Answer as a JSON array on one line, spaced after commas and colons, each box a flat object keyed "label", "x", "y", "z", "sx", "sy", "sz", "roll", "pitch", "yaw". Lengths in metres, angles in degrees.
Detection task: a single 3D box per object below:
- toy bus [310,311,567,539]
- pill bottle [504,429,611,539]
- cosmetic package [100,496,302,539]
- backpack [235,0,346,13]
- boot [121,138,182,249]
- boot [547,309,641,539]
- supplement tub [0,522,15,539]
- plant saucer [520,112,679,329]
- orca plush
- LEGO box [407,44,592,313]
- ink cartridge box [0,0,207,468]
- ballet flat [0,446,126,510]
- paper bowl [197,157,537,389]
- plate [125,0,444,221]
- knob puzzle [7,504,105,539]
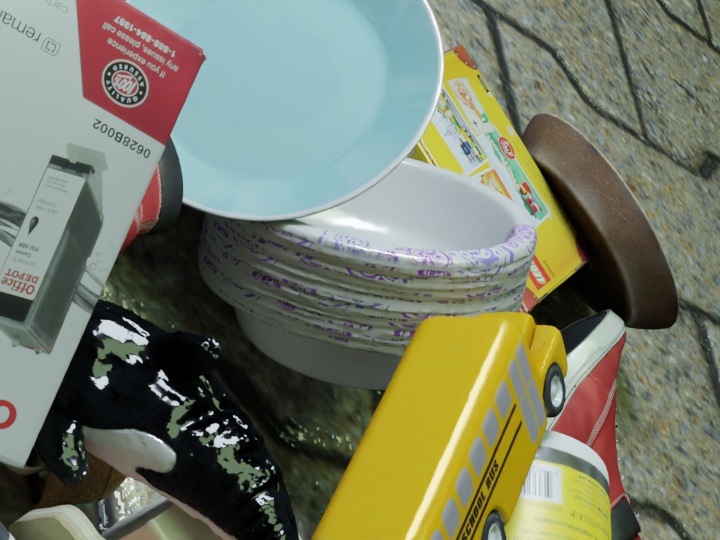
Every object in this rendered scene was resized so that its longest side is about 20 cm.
[{"label": "toy bus", "x": 0.045, "y": 0.091, "z": 0.828, "sx": 0.200, "sy": 0.065, "sz": 0.078, "roll": -61, "pitch": 139, "yaw": -42}, {"label": "pill bottle", "x": 0.082, "y": 0.195, "z": 0.877, "sx": 0.111, "sy": 0.111, "sz": 0.200, "roll": 33, "pitch": 47, "yaw": -34}, {"label": "cosmetic package", "x": -0.058, "y": 0.205, "z": 0.790, "sx": 0.200, "sy": 0.103, "sz": 0.087, "roll": 57, "pitch": 34, "yaw": 1}, {"label": "backpack", "x": -0.032, "y": -0.176, "z": 1.067, "sx": 0.200, "sy": 0.154, "sz": 0.191, "roll": 62, "pitch": 27, "yaw": -62}, {"label": "boot", "x": -0.159, "y": -0.104, "z": 0.834, "sx": 0.200, "sy": 0.072, "sz": 0.144, "roll": 67, "pitch": 16, "yaw": -6}, {"label": "boot", "x": 0.175, "y": 0.128, "z": 1.205, "sx": 0.144, "sy": 0.072, "sz": 0.200, "roll": 53, "pitch": 41, "yaw": -10}, {"label": "supplement tub", "x": -0.170, "y": 0.173, "z": 0.627, "sx": 0.200, "sy": 0.140, "sz": 0.140, "roll": 53, "pitch": 32, "yaw": -9}, {"label": "plant saucer", "x": 0.179, "y": -0.032, "z": 1.286, "sx": 0.200, "sy": 0.034, "sz": 0.200, "roll": 57, "pitch": -10, "yaw": 16}, {"label": "orca plush", "x": -0.085, "y": 0.065, "z": 0.734, "sx": 0.105, "sy": 0.071, "sz": 0.200, "roll": -10, "pitch": 51, "yaw": -45}, {"label": "LEGO box", "x": 0.070, "y": -0.056, "z": 1.205, "sx": 0.200, "sy": 0.077, "sz": 0.149, "roll": 59, "pitch": 32, "yaw": 0}, {"label": "ink cartridge box", "x": -0.175, "y": -0.036, "z": 0.678, "sx": 0.147, "sy": 0.083, "sz": 0.200, "roll": 29, "pitch": 79, "yaw": -36}, {"label": "ballet flat", "x": -0.188, "y": 0.034, "z": 0.805, "sx": 0.072, "sy": 0.068, "sz": 0.200, "roll": -31, "pitch": 94, "yaw": -38}, {"label": "paper bowl", "x": 0.000, "y": 0.000, "z": 0.987, "sx": 0.200, "sy": 0.104, "sz": 0.201, "roll": 11, "pitch": 21, "yaw": -4}, {"label": "plate", "x": -0.051, "y": -0.114, "z": 0.939, "sx": 0.026, "sy": 0.200, "sz": 0.200, "roll": 82, "pitch": -7, "yaw": -66}, {"label": "knob puzzle", "x": -0.092, "y": 0.176, "z": 0.706, "sx": 0.030, "sy": 0.220, "sz": 0.220, "roll": -34, "pitch": 92, "yaw": -30}]
